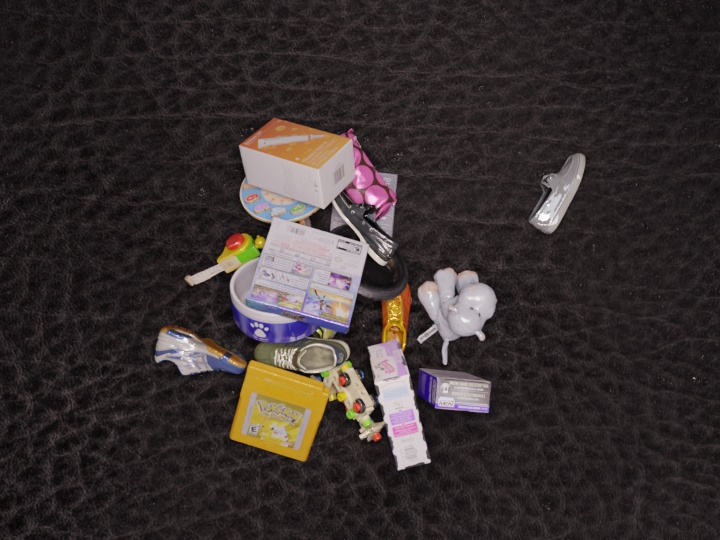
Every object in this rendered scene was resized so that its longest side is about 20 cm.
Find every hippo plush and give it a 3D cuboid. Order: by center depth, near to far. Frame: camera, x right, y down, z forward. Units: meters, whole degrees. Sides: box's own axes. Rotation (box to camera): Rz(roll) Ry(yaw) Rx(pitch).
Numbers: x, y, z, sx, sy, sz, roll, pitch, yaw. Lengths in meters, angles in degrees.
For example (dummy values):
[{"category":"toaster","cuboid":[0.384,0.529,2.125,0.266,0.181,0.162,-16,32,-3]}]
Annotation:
[{"category":"hippo plush","cuboid":[0.200,0.078,1.305,0.159,0.161,0.200,41,83,0]}]

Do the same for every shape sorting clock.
[{"category":"shape sorting clock","cuboid":[-0.162,-0.180,1.321,0.199,0.039,0.201,-1,51,1]}]

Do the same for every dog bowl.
[{"category":"dog bowl","cuboid":[-0.165,0.055,1.263,0.199,0.201,0.079,0,127,-4]}]

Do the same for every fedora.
[{"category":"fedora","cuboid":[0.000,0.000,1.308,0.200,0.092,0.201,15,47,-16]}]

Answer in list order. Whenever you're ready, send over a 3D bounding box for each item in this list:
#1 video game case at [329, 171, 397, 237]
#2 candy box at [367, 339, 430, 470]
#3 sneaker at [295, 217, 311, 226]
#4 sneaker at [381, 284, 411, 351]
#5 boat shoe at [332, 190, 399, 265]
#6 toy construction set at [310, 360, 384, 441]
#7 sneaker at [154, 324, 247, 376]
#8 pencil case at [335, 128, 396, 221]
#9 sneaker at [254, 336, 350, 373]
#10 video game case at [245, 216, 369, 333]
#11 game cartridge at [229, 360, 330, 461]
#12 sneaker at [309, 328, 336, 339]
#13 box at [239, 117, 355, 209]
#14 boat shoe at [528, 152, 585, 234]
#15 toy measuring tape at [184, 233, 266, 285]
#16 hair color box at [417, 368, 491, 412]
[{"category":"video game case","cuboid":[0.005,-0.125,1.381,0.142,0.019,0.201,6,84,-4]},{"category":"candy box","cuboid":[0.076,0.267,1.243,0.071,0.168,0.201,-14,108,1]},{"category":"sneaker","cuboid":[-0.140,-0.065,1.308,0.077,0.078,0.200,-24,43,6]},{"category":"sneaker","cuboid":[0.080,0.095,1.338,0.073,0.077,0.201,-1,84,-3]},{"category":"boat shoe","cuboid":[0.011,-0.106,1.273,0.066,0.074,0.200,-41,68,18]},{"category":"toy construction set","cuboid":[-0.024,0.270,1.277,0.200,0.131,0.092,47,41,15]},{"category":"sneaker","cuboid":[-0.341,0.189,1.309,0.199,0.075,0.089,21,95,5]},{"category":"pencil case","cuboid":[-0.002,-0.204,1.335,0.093,0.091,0.200,-35,91,-3]},{"category":"sneaker","cuboid":[-0.125,0.169,1.234,0.199,0.090,0.068,-1,95,7]},{"category":"video game case","cuboid":[-0.099,0.008,1.183,0.199,0.045,0.182,16,63,-3]},{"category":"game cartridge","cuboid":[-0.169,0.295,1.274,0.175,0.032,0.201,17,119,-2]},{"category":"sneaker","cuboid":[-0.070,0.114,1.325,0.075,0.076,0.201,30,83,0]},{"category":"box","cuboid":[-0.128,-0.224,1.262,0.199,0.098,0.124,20,49,25]},{"category":"boat shoe","cuboid":[0.443,-0.185,1.392,0.071,0.070,0.202,26,86,-5]},{"category":"toy measuring tape","cuboid":[-0.291,-0.030,1.336,0.199,0.074,0.074,-24,87,13]},{"category":"hair color box","cuboid":[0.188,0.245,1.270,0.109,0.200,0.065,6,84,-4]}]
